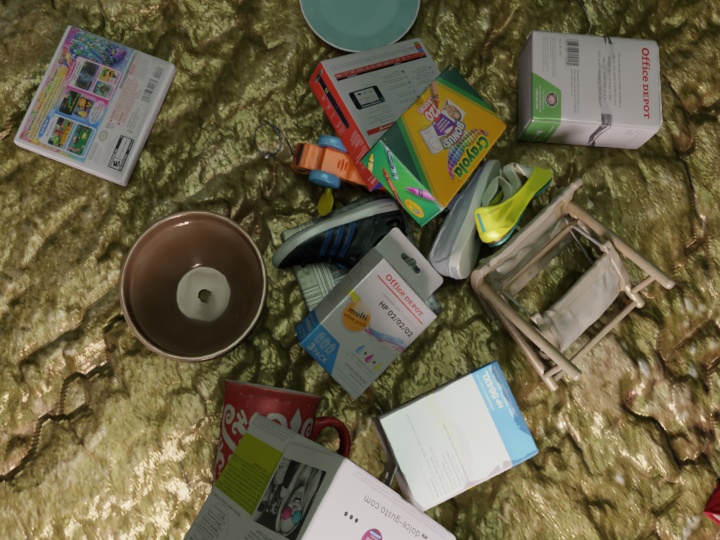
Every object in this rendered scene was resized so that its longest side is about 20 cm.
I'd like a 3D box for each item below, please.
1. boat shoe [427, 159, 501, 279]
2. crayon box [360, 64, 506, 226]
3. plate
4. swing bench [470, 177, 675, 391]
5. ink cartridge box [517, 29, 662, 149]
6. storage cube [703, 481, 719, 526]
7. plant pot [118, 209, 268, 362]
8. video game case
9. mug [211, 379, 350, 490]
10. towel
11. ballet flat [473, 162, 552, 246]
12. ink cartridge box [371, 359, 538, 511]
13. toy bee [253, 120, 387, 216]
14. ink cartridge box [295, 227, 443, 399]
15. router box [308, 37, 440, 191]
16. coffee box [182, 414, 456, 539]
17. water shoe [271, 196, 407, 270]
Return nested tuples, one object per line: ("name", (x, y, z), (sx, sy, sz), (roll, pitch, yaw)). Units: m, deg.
("boat shoe", (0.150, -0.082, 1.004), (0.070, 0.070, 0.204), (10, 61, 31))
("crayon box", (0.101, -0.170, 0.917), (0.119, 0.058, 0.201), (44, 55, -7))
("plate", (-0.002, -0.436, 1.100), (0.194, 0.026, 0.206), (1, 77, -4))
("swing bench", (0.284, 0.020, 0.966), (0.198, 0.130, 0.201), (-39, 77, -10))
("ink cartridge box", (0.346, -0.273, 1.052), (0.194, 0.084, 0.151), (5, 78, -2))
("storage cube", (0.599, 0.299, 0.896), (0.198, 0.171, 0.181), (36, 77, 6))
("plant pot", (-0.222, 0.028, 0.951), (0.194, 0.093, 0.207), (1, 77, -2))
("video game case", (-0.397, -0.251, 1.039), (0.178, 0.024, 0.205), (20, 78, 2))
("mug", (-0.110, 0.257, 0.887), (0.172, 0.134, 0.206), (9, 80, 9))
("towel", (0.000, 0.000, 1.006), (0.188, 0.035, 0.205), (-21, 82, -4))
("ballet flat", (0.217, -0.113, 0.982), (0.068, 0.066, 0.200), (54, 50, -12))
("ink cartridge box", (0.106, 0.222, 0.907), (0.196, 0.129, 0.128), (-23, 79, -8))
("toy bee", (-0.055, -0.162, 0.994), (0.199, 0.108, 0.132), (39, 81, -13))
("ink cartridge box", (0.020, 0.055, 0.931), (0.200, 0.068, 0.115), (-45, 108, 2))
("router box", (0.050, -0.228, 0.983), (0.197, 0.049, 0.182), (-24, 80, -35))
("coffee box", (-0.054, 0.311, 0.752), (0.199, 0.198, 0.201), (42, 69, -30))
("water shoe", (-0.027, -0.033, 0.958), (0.196, 0.072, 0.081), (-25, 85, -4))
